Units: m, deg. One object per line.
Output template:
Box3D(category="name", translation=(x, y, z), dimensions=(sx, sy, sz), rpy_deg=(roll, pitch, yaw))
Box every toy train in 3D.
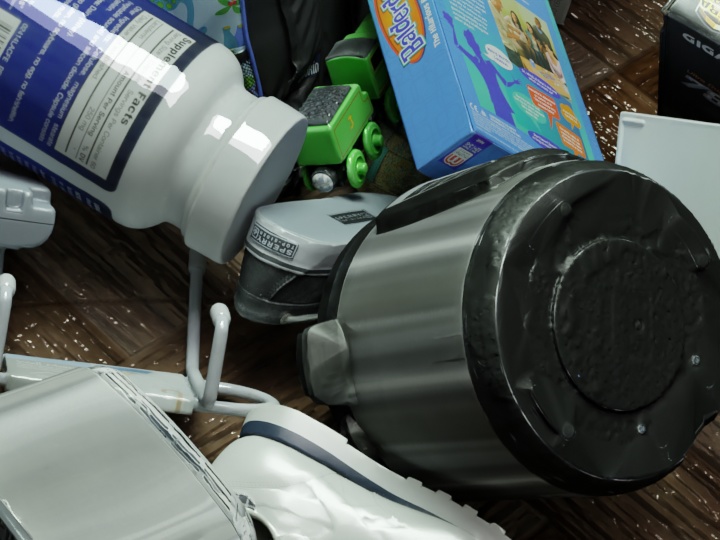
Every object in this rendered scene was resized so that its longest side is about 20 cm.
Box3D(category="toy train", translation=(0.006, -0.117, 1.440), dimensions=(0.042, 0.056, 0.200), rpy_deg=(-3, 35, 25))

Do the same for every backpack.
Box3D(category="backpack", translation=(-0.084, -0.179, 1.441), dimensions=(0.147, 0.200, 0.183), rpy_deg=(6, 43, 17))

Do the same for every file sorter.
Box3D(category="file sorter", translation=(0.236, -0.008, 1.357), dimensions=(0.124, 0.139, 0.200), rpy_deg=(4, 5, -22))

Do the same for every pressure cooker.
Box3D(category="pressure cooker", translation=(0.073, 0.037, 1.280), dimensions=(0.176, 0.200, 0.179), rpy_deg=(41, 63, -22))

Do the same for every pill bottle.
Box3D(category="pill bottle", translation=(-0.136, -0.094, 1.335), dimensions=(0.200, 0.116, 0.116), rpy_deg=(32, 45, 6))

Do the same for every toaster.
Box3D(category="toaster", translation=(-0.145, 0.130, 1.181), dimensions=(0.129, 0.114, 0.200), rpy_deg=(-22, 55, -38))

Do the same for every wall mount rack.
Box3D(category="wall mount rack", translation=(-0.141, 0.026, 1.317), dimensions=(0.200, 0.075, 0.174), rpy_deg=(8, 8, -11))

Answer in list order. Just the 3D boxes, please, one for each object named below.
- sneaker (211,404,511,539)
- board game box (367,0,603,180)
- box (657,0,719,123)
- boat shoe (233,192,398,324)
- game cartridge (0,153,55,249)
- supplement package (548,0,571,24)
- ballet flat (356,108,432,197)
Box3D(category="sneaker", translation=(0.008, 0.150, 1.248), dimensions=(0.200, 0.076, 0.081), rpy_deg=(26, 57, 14))
Box3D(category="board game box", translation=(0.071, -0.119, 1.408), dimensions=(0.152, 0.045, 0.200), rpy_deg=(28, 38, -44))
Box3D(category="box", translation=(0.275, -0.090, 1.475), dimensions=(0.200, 0.199, 0.050), rpy_deg=(32, 82, 13))
Box3D(category="boat shoe", translation=(0.002, 0.001, 1.384), dimensions=(0.074, 0.068, 0.199), rpy_deg=(29, 19, 27))
Box3D(category="game cartridge", translation=(-0.276, -0.052, 1.323), dimensions=(0.200, 0.041, 0.133), rpy_deg=(8, 15, -19))
Box3D(category="supplement package", translation=(0.069, -0.274, 1.637), dimensions=(0.200, 0.121, 0.120), rpy_deg=(19, 46, 2))
Box3D(category="ballet flat", translation=(0.064, -0.108, 1.513), dimensions=(0.071, 0.071, 0.200), rpy_deg=(33, 46, 15))
